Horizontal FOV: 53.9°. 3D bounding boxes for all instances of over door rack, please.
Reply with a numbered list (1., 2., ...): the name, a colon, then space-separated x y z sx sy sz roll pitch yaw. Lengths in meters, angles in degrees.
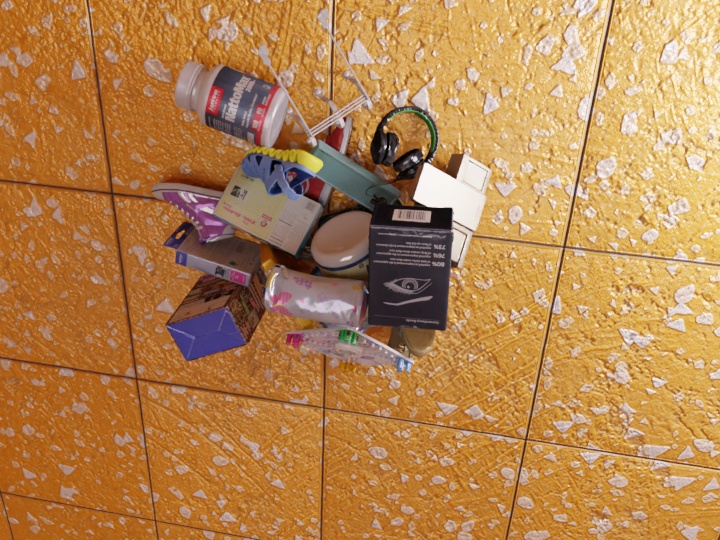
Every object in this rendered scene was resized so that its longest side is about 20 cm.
1. over door rack: -0.083 -0.353 1.300 0.147 0.066 0.202 -35 113 -13

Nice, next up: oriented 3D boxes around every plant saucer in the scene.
1. plant saucer: -0.017 -0.173 1.378 0.198 0.019 0.070 30 122 -17

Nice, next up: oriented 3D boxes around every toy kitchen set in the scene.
1. toy kitchen set: 0.118 -0.133 1.380 0.162 0.179 0.203 22 84 -32

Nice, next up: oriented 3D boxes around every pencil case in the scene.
1. pencil case: -0.081 0.047 1.318 0.196 0.083 0.092 11 96 10

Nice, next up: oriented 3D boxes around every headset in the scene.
1. headset: 0.073 -0.213 1.337 0.122 0.094 0.202 29 92 -16

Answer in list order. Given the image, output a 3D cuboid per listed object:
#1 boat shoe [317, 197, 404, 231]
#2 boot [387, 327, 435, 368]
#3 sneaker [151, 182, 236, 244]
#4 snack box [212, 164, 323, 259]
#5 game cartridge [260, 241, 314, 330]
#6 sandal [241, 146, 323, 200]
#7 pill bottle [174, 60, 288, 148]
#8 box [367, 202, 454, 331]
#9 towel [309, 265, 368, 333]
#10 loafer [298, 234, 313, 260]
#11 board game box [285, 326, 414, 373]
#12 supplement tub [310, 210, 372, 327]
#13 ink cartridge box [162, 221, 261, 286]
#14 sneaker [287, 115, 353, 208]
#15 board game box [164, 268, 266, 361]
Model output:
1. boat shoe: -0.001 -0.103 1.457 0.197 0.062 0.076 -15 112 17
2. boot: 0.101 0.154 1.495 0.071 0.201 0.158 5 122 -12
3. sneaker: -0.353 -0.118 1.490 0.197 0.073 0.116 12 89 6
4. snack box: -0.187 -0.119 1.431 0.198 0.037 0.117 27 81 12
5. game cartridge: -0.155 0.023 1.478 0.032 0.200 0.178 -29 109 3
6. sandal: -0.162 -0.183 1.346 0.198 0.088 0.079 11 169 45
7. pill bottle: -0.248 -0.323 1.358 0.197 0.120 0.121 20 120 0
8. box: 0.089 -0.006 1.262 0.145 0.105 0.203 5 117 6
9. towel: -0.038 0.063 1.500 0.024 0.147 0.201 10 142 51
10. loafer: -0.151 -0.093 1.468 0.199 0.075 0.070 35 113 11
11. board game box: -0.024 0.166 1.436 0.198 0.026 0.199 -8 150 45
12. supplement tub: 0.000 0.000 1.408 0.143 0.146 0.202 -12 130 17
13. ink cartridge box: -0.312 -0.038 1.521 0.197 0.120 0.042 20 122 0
14. sneaker: -0.088 -0.227 1.404 0.111 0.072 0.202 21 122 -4
15. board game box: -0.301 0.084 1.536 0.157 0.201 0.098 -16 115 20
